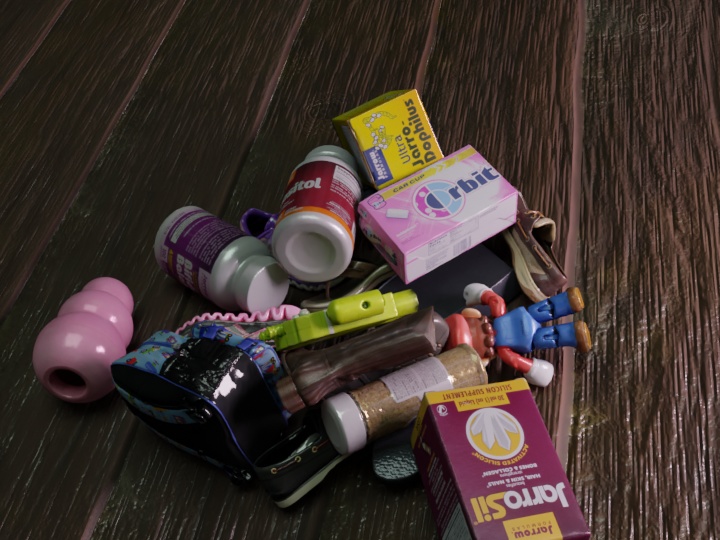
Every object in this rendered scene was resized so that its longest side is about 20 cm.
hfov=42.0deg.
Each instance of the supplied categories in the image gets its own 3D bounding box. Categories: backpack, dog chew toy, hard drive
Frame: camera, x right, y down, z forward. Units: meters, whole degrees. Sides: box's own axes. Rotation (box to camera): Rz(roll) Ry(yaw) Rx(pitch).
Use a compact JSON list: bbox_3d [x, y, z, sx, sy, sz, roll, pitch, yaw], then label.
[{"bbox_3d":[-0.202,0.149,1.166,0.198,0.184,0.135,15,55,31],"label":"backpack"},{"bbox_3d":[-0.373,0.087,1.306,0.123,0.126,0.201,-2,37,9],"label":"dog chew toy"},{"bbox_3d":[0.114,0.030,1.308,0.199,0.043,0.135,-31,48,-18],"label":"hard drive"}]

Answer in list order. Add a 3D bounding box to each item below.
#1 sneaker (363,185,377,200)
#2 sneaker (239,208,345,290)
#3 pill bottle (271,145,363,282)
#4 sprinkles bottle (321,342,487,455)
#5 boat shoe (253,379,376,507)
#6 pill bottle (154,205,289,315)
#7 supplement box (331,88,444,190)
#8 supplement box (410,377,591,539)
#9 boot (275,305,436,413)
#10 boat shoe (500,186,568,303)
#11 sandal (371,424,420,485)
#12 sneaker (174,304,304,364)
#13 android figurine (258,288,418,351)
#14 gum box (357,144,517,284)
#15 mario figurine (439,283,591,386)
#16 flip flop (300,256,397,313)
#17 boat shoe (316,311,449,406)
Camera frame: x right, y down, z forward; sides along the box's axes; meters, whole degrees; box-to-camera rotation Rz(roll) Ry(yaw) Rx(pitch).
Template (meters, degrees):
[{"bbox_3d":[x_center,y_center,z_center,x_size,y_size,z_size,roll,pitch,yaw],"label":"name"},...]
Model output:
[{"bbox_3d":[0.083,-0.086,1.391,0.145,0.078,0.201,-30,37,-32],"label":"sneaker"},{"bbox_3d":[-0.105,-0.038,1.387,0.198,0.089,0.081,19,51,26],"label":"sneaker"},{"bbox_3d":[-0.055,-0.087,1.320,0.111,0.114,0.201,-2,38,9],"label":"pill bottle"},{"bbox_3d":[0.053,0.150,1.114,0.198,0.069,0.068,-20,45,-22],"label":"sprinkles bottle"},{"bbox_3d":[-0.040,0.198,1.142,0.201,0.063,0.073,-38,17,-17],"label":"boat shoe"},{"bbox_3d":[-0.199,-0.010,1.357,0.199,0.113,0.112,27,56,35],"label":"pill bottle"},{"bbox_3d":[0.036,-0.197,1.397,0.108,0.110,0.200,-26,13,-3],"label":"supplement box"},{"bbox_3d":[0.146,0.234,1.034,0.129,0.104,0.202,-6,50,-16],"label":"supplement box"},{"bbox_3d":[0.003,0.095,1.119,0.198,0.065,0.187,-27,10,4],"label":"boot"},{"bbox_3d":[0.245,-0.049,1.319,0.072,0.072,0.202,-36,42,29],"label":"boat shoe"},{"bbox_3d":[0.070,0.193,1.169,0.075,0.043,0.201,15,41,15],"label":"sandal"},{"bbox_3d":[-0.165,0.109,1.276,0.197,0.079,0.096,-10,57,4],"label":"sneaker"},{"bbox_3d":[-0.030,0.063,1.194,0.197,0.182,0.042,-12,83,-16],"label":"android figurine"},{"bbox_3d":[0.103,-0.077,1.289,0.198,0.067,0.114,-29,54,-16],"label":"gum box"},{"bbox_3d":[0.194,0.080,1.216,0.197,0.107,0.124,-11,38,17],"label":"mario figurine"},{"bbox_3d":[0.000,0.000,1.318,0.198,0.058,0.081,-31,13,-3],"label":"flip flop"},{"bbox_3d":[0.019,0.104,1.205,0.198,0.075,0.074,-31,37,9],"label":"boat shoe"}]
